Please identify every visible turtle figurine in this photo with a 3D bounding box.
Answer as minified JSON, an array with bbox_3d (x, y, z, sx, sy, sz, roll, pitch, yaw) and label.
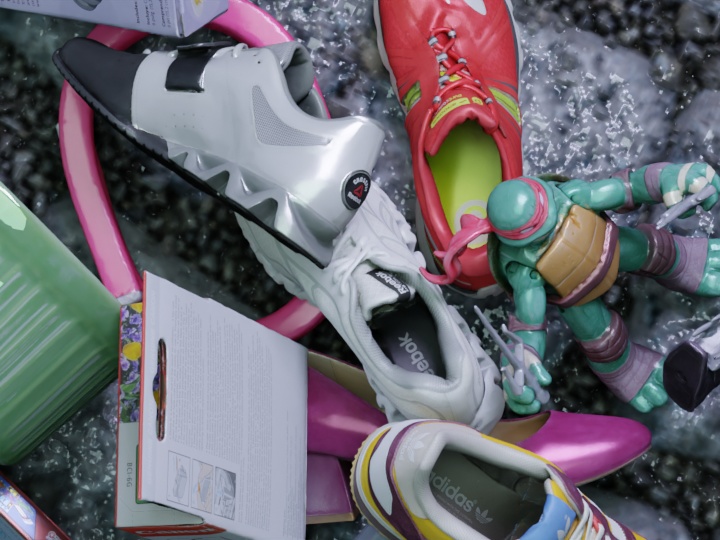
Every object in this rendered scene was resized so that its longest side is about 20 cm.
[{"bbox_3d":[0.114,-0.003,1.319,0.150,0.200,0.101,-49,57,7],"label":"turtle figurine"}]

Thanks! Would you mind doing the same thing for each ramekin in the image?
[{"bbox_3d":[-0.205,0.004,1.325,0.200,0.200,0.098,44,83,5],"label":"ramekin"}]

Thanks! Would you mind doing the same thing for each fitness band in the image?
[{"bbox_3d":[-0.081,-0.051,1.411,0.143,0.037,0.201,-19,85,0],"label":"fitness band"}]

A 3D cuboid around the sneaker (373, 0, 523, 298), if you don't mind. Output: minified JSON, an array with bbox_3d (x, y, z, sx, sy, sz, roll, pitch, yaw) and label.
[{"bbox_3d":[0.054,-0.087,1.384,0.077,0.085,0.201,-12,84,1],"label":"sneaker"}]

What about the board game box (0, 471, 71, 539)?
[{"bbox_3d":[-0.225,0.101,1.372,0.200,0.103,0.019,44,58,5],"label":"board game box"}]

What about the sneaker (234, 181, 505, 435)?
[{"bbox_3d":[0.000,0.000,1.340,0.075,0.081,0.200,-39,71,-3],"label":"sneaker"}]

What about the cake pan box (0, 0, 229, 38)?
[{"bbox_3d":[-0.160,-0.226,1.342,0.184,0.052,0.201,9,118,30],"label":"cake pan box"}]

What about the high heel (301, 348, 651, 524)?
[{"bbox_3d":[0.047,0.071,1.377,0.199,0.067,0.096,-8,99,14],"label":"high heel"}]

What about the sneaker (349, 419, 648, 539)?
[{"bbox_3d":[0.091,0.137,1.282,0.199,0.090,0.075,28,76,-15],"label":"sneaker"}]

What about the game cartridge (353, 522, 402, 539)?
[{"bbox_3d":[0.052,0.215,1.326,0.200,0.040,0.133,52,52,-12],"label":"game cartridge"}]

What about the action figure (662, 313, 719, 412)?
[{"bbox_3d":[0.247,0.014,1.351,0.130,0.070,0.200,40,58,23],"label":"action figure"}]

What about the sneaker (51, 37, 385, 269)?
[{"bbox_3d":[-0.067,-0.083,1.338,0.200,0.074,0.089,32,87,30],"label":"sneaker"}]

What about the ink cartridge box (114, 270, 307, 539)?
[{"bbox_3d":[-0.082,0.073,1.271,0.050,0.200,0.109,-5,76,20],"label":"ink cartridge box"}]
